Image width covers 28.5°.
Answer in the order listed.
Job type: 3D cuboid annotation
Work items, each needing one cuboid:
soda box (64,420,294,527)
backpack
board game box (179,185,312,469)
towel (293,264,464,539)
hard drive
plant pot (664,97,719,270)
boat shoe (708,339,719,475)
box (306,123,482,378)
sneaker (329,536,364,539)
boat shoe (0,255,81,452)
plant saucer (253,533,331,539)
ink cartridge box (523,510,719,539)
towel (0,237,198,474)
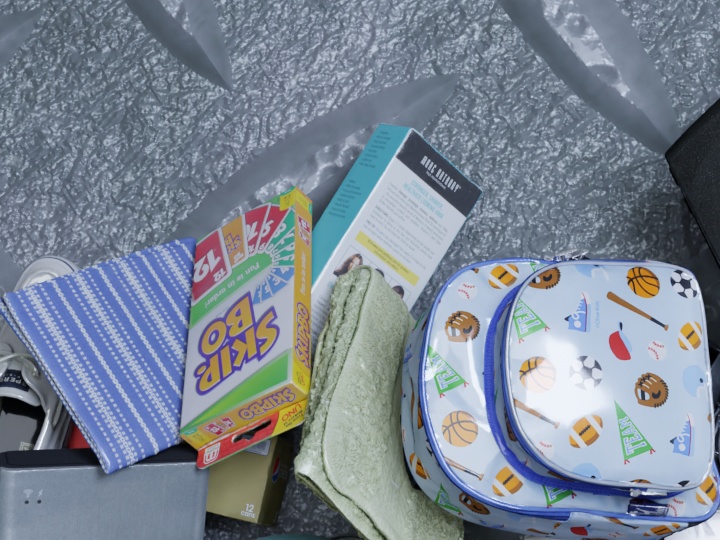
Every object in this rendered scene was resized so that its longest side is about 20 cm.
[{"bbox_3d":[-0.154,0.132,1.026,0.198,0.068,0.065,12,79,10],"label":"soda box"},{"bbox_3d":[0.121,0.078,0.873,0.188,0.154,0.202,1,67,-4],"label":"backpack"},{"bbox_3d":[-0.077,0.036,0.975,0.095,0.030,0.201,-27,44,24],"label":"board game box"},{"bbox_3d":[0.024,0.101,0.935,0.036,0.148,0.201,-28,30,30],"label":"towel"},{"bbox_3d":[-0.179,0.218,0.958,0.138,0.033,0.202,0,107,-21],"label":"hard drive"},{"bbox_3d":[0.316,-0.046,0.946,0.176,0.199,0.201,-28,75,13],"label":"plant pot"},{"bbox_3d":[0.242,0.090,0.983,0.200,0.062,0.075,39,83,13],"label":"boat shoe"},{"bbox_3d":[0.000,0.000,1.021,0.082,0.049,0.201,37,80,-31],"label":"box"},{"bbox_3d":[0.030,0.280,0.915,0.202,0.077,0.147,36,109,22],"label":"sneaker"},{"bbox_3d":[-0.233,0.084,0.979,0.071,0.066,0.202,11,78,10],"label":"boat shoe"},{"bbox_3d":[-0.043,0.281,0.955,0.198,0.036,0.202,1,85,-14],"label":"plant saucer"},{"bbox_3d":[0.216,0.239,0.941,0.198,0.083,0.148,-8,76,7],"label":"ink cartridge box"},{"bbox_3d":[-0.144,0.054,0.994,0.145,0.199,0.024,54,127,13],"label":"towel"}]
